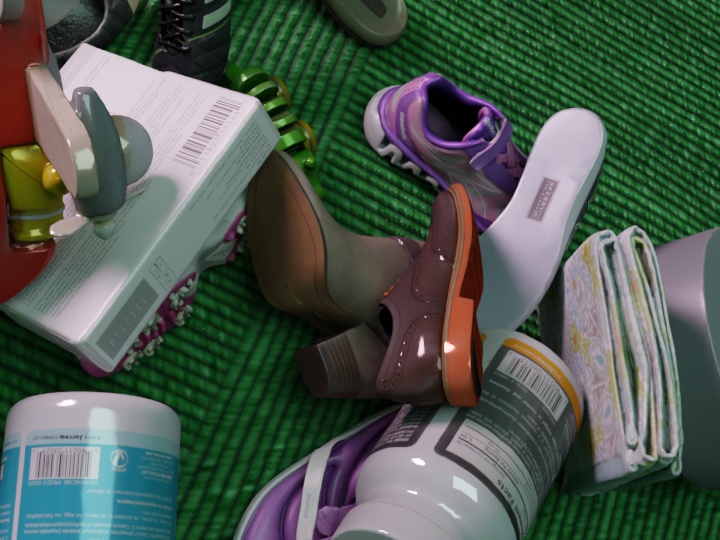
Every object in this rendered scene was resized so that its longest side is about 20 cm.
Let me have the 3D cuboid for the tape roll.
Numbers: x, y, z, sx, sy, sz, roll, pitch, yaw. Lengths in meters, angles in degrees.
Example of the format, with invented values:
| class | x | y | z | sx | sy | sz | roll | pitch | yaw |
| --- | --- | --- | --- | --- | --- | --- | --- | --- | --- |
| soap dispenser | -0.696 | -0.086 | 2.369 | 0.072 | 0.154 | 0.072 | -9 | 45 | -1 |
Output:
| class | x | y | z | sx | sy | sz | roll | pitch | yaw |
| --- | --- | --- | --- | --- | --- | --- | --- | --- | --- |
| tape roll | 0.284 | 0.070 | 0.892 | 0.200 | 0.066 | 0.201 | 28 | 54 | -46 |

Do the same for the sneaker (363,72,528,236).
| class | x | y | z | sx | sy | sz | roll | pitch | yaw |
| --- | --- | --- | --- | --- | --- | --- | --- | --- | --- |
| sneaker | 0.099 | -0.090 | 0.907 | 0.200 | 0.088 | 0.081 | 36 | 62 | -9 |

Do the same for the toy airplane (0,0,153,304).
| class | x | y | z | sx | sy | sz | roll | pitch | yaw |
| --- | --- | --- | --- | --- | --- | --- | --- | --- | --- |
| toy airplane | -0.189 | -0.095 | 0.672 | 0.141 | 0.199 | 0.200 | 10 | 62 | -30 |

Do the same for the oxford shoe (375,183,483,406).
| class | x | y | z | sx | sy | sz | roll | pitch | yaw |
| --- | --- | --- | --- | --- | --- | --- | --- | --- | --- |
| oxford shoe | 0.047 | 0.010 | 0.780 | 0.072 | 0.071 | 0.200 | -5 | 40 | 12 |

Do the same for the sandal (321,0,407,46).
| class | x | y | z | sx | sy | sz | roll | pitch | yaw |
| --- | --- | --- | --- | --- | --- | --- | --- | --- | --- |
| sandal | -0.027 | -0.266 | 0.907 | 0.201 | 0.057 | 0.080 | 38 | 68 | -25 |

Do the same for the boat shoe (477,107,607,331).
| class | x | y | z | sx | sy | sz | roll | pitch | yaw |
| --- | --- | --- | --- | --- | --- | --- | --- | --- | --- |
| boat shoe | 0.133 | -0.029 | 0.868 | 0.070 | 0.066 | 0.200 | 22 | 84 | 24 |

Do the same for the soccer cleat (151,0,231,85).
| class | x | y | z | sx | sy | sz | roll | pitch | yaw |
| --- | --- | --- | --- | --- | --- | --- | --- | --- | --- |
| soccer cleat | -0.125 | -0.209 | 0.825 | 0.081 | 0.067 | 0.200 | 7 | 102 | -59 |

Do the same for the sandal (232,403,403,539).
| class | x | y | z | sx | sy | sz | roll | pitch | yaw |
| --- | --- | --- | --- | --- | --- | --- | --- | --- | --- |
| sandal | -0.015 | 0.160 | 0.794 | 0.082 | 0.050 | 0.203 | 48 | 60 | -2 |

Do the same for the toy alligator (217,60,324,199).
| class | x | y | z | sx | sy | sz | roll | pitch | yaw |
| --- | --- | --- | --- | --- | --- | --- | --- | --- | --- |
| toy alligator | -0.057 | -0.090 | 0.859 | 0.059 | 0.054 | 0.200 | -28 | 85 | -27 |

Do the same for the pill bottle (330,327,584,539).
| class | x | y | z | sx | sy | sz | roll | pitch | yaw |
| --- | --- | --- | --- | --- | --- | --- | --- | --- | --- |
| pill bottle | 0.067 | 0.139 | 0.762 | 0.116 | 0.116 | 0.200 | 44 | 48 | -4 |

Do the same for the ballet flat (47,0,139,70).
| class | x | y | z | sx | sy | sz | roll | pitch | yaw |
| --- | --- | --- | --- | --- | --- | --- | --- | --- | --- |
| ballet flat | -0.234 | -0.174 | 0.812 | 0.200 | 0.057 | 0.066 | -40 | 91 | -28 |

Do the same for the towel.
| class | x | y | z | sx | sy | sz | roll | pitch | yaw |
| --- | --- | --- | --- | --- | --- | --- | --- | --- | --- |
| towel | 0.180 | 0.074 | 0.824 | 0.048 | 0.200 | 0.172 | -3 | 74 | -6 |

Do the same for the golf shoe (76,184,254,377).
| class | x | y | z | sx | sy | sz | roll | pitch | yaw |
| --- | --- | --- | --- | --- | --- | --- | --- | --- | --- |
| golf shoe | -0.146 | -0.013 | 0.796 | 0.091 | 0.075 | 0.200 | 34 | 58 | 5 |

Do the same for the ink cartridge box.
| class | x | y | z | sx | sy | sz | roll | pitch | yaw |
| --- | --- | --- | --- | --- | --- | --- | --- | --- | --- |
| ink cartridge box | -0.179 | -0.051 | 0.762 | 0.176 | 0.045 | 0.200 | 22 | 69 | 31 |

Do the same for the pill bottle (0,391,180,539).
| class | x | y | z | sx | sy | sz | roll | pitch | yaw |
| --- | --- | --- | --- | --- | --- | --- | --- | --- | --- |
| pill bottle | -0.170 | 0.182 | 0.690 | 0.111 | 0.111 | 0.200 | 8 | 70 | -20 |

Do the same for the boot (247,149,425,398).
| class | x | y | z | sx | sy | sz | roll | pitch | yaw |
| --- | --- | --- | --- | --- | --- | --- | --- | --- | --- |
| boot | 0.000 | 0.000 | 0.828 | 0.146 | 0.070 | 0.200 | -20 | 101 | -46 |
